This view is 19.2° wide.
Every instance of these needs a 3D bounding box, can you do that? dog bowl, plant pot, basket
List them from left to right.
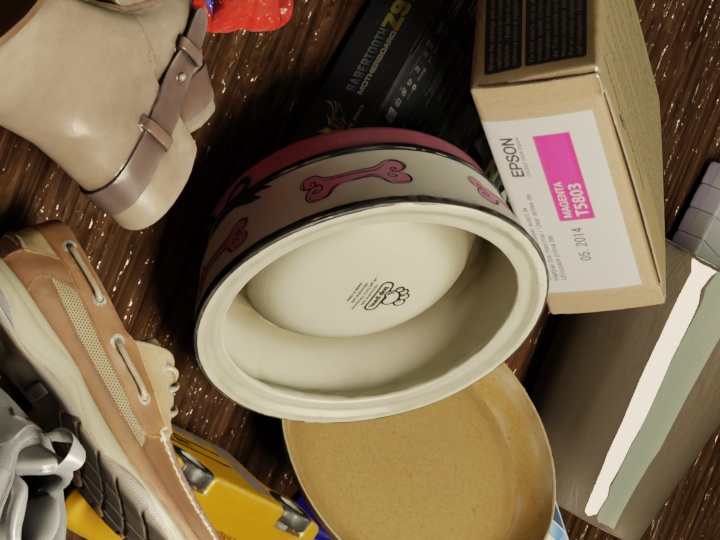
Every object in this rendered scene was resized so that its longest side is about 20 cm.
[{"bbox_3d":[0.000,0.000,1.189,0.200,0.074,0.200,-9,143,-7],"label":"dog bowl"},{"bbox_3d":[0.032,0.111,1.312,0.200,0.200,0.027,-28,170,-43],"label":"plant pot"},{"bbox_3d":[0.198,0.085,1.538,0.180,0.136,0.200,28,90,-40],"label":"basket"}]

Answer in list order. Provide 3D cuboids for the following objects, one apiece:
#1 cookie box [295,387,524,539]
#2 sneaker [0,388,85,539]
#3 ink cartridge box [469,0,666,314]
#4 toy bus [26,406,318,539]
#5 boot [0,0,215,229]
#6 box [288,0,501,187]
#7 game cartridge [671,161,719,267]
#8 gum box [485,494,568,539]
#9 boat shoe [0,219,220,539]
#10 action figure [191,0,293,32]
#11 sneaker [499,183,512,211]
[{"bbox_3d":[0.047,0.187,1.438,0.171,0.075,0.200,-44,140,-28],"label":"cookie box"},{"bbox_3d":[-0.217,0.137,1.017,0.200,0.115,0.075,-56,144,-15],"label":"sneaker"},{"bbox_3d":[0.123,-0.099,1.222,0.200,0.075,0.165,67,22,-46],"label":"ink cartridge box"},{"bbox_3d":[-0.106,0.127,1.188,0.065,0.078,0.200,-53,145,2],"label":"toy bus"},{"bbox_3d":[-0.139,-0.078,1.020,0.200,0.070,0.146,-54,132,-34],"label":"boot"},{"bbox_3d":[0.049,-0.109,1.290,0.200,0.051,0.158,-61,145,-10],"label":"box"},{"bbox_3d":[0.293,0.008,1.706,0.130,0.038,0.200,-58,145,-5],"label":"game cartridge"},{"bbox_3d":[0.066,0.258,1.359,0.200,0.045,0.170,-33,115,-31],"label":"gum box"},{"bbox_3d":[-0.122,0.062,1.061,0.072,0.076,0.200,-36,100,-25],"label":"boat shoe"},{"bbox_3d":[-0.048,-0.180,1.056,0.065,0.200,0.099,-3,76,-20],"label":"action figure"},{"bbox_3d":[0.124,-0.060,1.391,0.200,0.083,0.071,-44,139,-29],"label":"sneaker"}]
